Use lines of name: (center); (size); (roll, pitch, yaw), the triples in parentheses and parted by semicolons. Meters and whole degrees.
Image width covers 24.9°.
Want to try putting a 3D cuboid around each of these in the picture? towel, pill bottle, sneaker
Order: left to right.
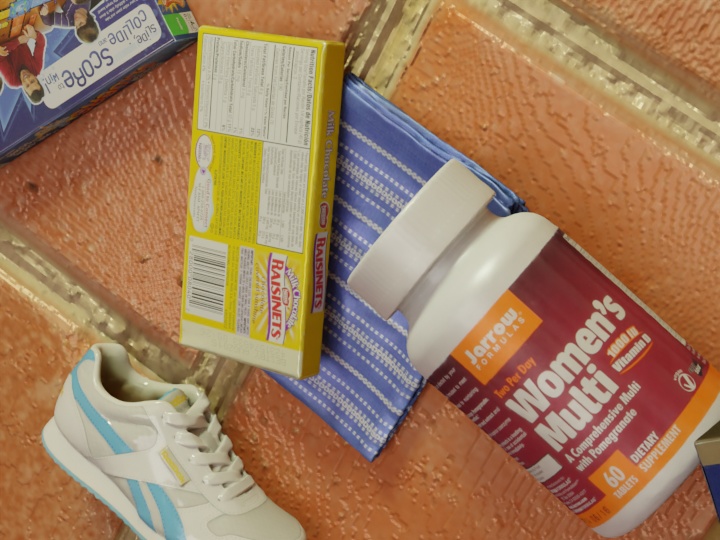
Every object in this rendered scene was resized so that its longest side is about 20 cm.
sneaker: (-0.115, 0.125, 1.043); (0.199, 0.076, 0.081); (32, 112, 16)
towel: (0.000, 0.000, 0.983); (0.144, 0.024, 0.201); (37, 116, 16)
pill bottle: (0.095, 0.039, 0.878); (0.200, 0.110, 0.110); (42, 117, 3)

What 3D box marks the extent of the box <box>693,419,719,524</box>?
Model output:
box: (0.234, 0.163, 0.840); (0.032, 0.121, 0.202); (-13, 96, 36)

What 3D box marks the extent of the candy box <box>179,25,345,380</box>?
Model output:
candy box: (-0.061, -0.043, 0.988); (0.102, 0.026, 0.202); (13, 103, 34)

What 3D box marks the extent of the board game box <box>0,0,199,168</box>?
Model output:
board game box: (-0.210, -0.162, 1.047); (0.199, 0.034, 0.136); (-26, 89, 30)
